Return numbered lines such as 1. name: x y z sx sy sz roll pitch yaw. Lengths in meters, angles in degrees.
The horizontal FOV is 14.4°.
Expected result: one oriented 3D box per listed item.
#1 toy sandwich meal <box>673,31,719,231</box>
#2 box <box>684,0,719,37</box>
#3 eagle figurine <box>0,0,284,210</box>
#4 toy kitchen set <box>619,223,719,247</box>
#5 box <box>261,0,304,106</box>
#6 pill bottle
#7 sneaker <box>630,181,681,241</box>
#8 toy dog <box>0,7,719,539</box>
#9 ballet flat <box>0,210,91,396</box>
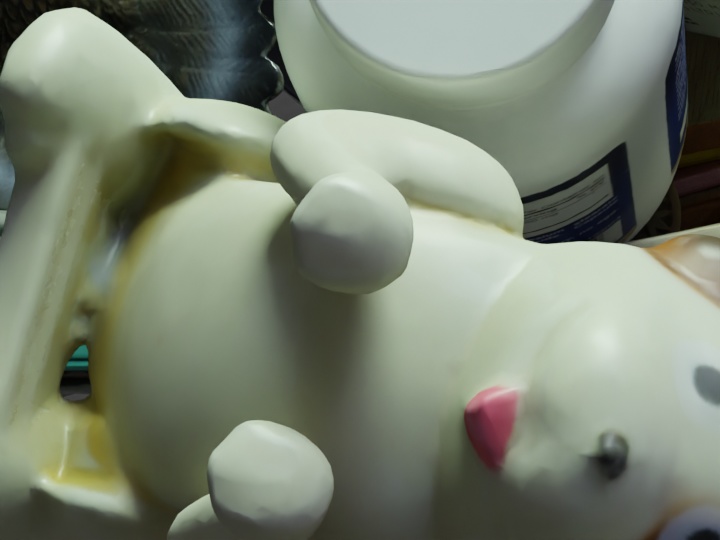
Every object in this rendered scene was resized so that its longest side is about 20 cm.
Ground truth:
1. toy sandwich meal: 0.155 -0.089 0.966 0.070 0.205 0.205 38 4 -37
2. box: 0.076 -0.169 0.890 0.198 0.131 0.200 18 -9 44
3. eagle figurine: -0.108 -0.097 0.911 0.199 0.152 0.151 28 -6 -3
4. toy kitchen set: 0.133 0.075 0.834 0.162 0.181 0.200 -10 -14 -2
5. box: 0.009 -0.170 1.151 0.196 0.117 0.200 36 42 -6
6. pill bottle: 0.036 -0.067 0.798 0.111 0.112 0.200 22 -8 11
7. sneaker: 0.000 0.000 0.936 0.199 0.067 0.090 -4 -16 -5
8. toy dog: 0.013 0.039 0.706 0.199 0.140 0.194 13 -16 34
9. ballet flat: -0.138 0.011 0.794 0.199 0.068 0.064 3 -4 -39
